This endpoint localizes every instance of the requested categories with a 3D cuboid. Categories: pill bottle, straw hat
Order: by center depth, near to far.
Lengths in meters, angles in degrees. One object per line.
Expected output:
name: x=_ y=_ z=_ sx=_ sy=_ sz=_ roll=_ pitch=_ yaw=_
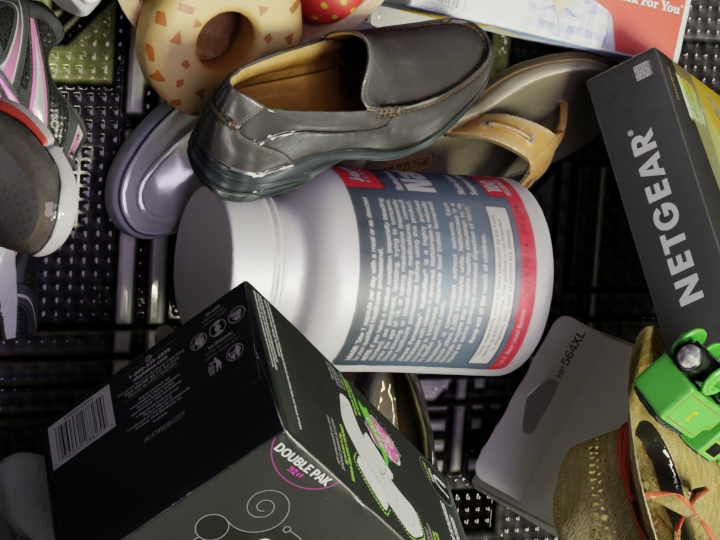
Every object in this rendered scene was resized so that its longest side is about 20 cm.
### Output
pill bottle: x=0.000 y=0.000 z=1.317 sx=0.198 sy=0.119 sz=0.121 roll=3 pitch=98 yaw=-27
straw hat: x=0.159 y=0.140 z=1.328 sx=0.201 sy=0.085 sz=0.202 roll=43 pitch=37 yaw=-46

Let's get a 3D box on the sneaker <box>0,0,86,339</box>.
sneaker: x=-0.189 y=-0.058 z=1.269 sx=0.086 sy=0.080 sz=0.202 roll=-13 pitch=111 yaw=-35

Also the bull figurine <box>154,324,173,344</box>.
bull figurine: x=-0.048 y=0.105 z=1.327 sx=0.065 sy=0.121 sz=0.200 roll=-54 pitch=134 yaw=-11

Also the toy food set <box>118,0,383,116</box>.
toy food set: x=-0.048 y=-0.186 z=1.240 sx=0.199 sy=0.049 sz=0.199 roll=-26 pitch=137 yaw=-6

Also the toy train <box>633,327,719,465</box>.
toy train: x=0.212 y=0.085 z=1.304 sx=0.056 sy=0.042 sz=0.200 roll=-42 pitch=147 yaw=9

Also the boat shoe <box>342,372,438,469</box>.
boat shoe: x=0.014 y=0.138 z=1.410 sx=0.073 sy=0.065 sz=0.202 roll=-18 pitch=107 yaw=-22

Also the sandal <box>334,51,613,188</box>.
sandal: x=0.076 y=-0.073 z=1.394 sx=0.199 sy=0.054 sz=0.081 roll=-19 pitch=135 yaw=-20

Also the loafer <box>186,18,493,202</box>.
loafer: x=-0.002 y=-0.102 z=1.268 sx=0.199 sy=0.073 sz=0.073 roll=-27 pitch=155 yaw=-30

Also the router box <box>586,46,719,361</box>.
router box: x=0.218 y=-0.019 z=1.397 sx=0.157 sy=0.052 sz=0.202 roll=23 pitch=47 yaw=-55

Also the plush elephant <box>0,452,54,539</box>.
plush elephant: x=-0.165 y=0.182 z=1.278 sx=0.198 sy=0.155 sz=0.166 roll=8 pitch=96 yaw=-28

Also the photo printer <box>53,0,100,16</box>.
photo printer: x=-0.146 y=-0.268 z=1.252 sx=0.166 sy=0.069 sz=0.200 roll=44 pitch=79 yaw=-27

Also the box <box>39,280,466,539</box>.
box: x=-0.049 y=0.137 z=1.204 sx=0.148 sy=0.125 sz=0.200 roll=-35 pitch=127 yaw=13

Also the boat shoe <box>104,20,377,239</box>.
boat shoe: x=-0.061 y=-0.086 z=1.331 sx=0.200 sy=0.065 sz=0.074 roll=-40 pitch=114 yaw=-15

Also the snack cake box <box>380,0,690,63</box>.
snack cake box: x=0.110 y=-0.200 z=1.395 sx=0.199 sy=0.067 sz=0.116 roll=10 pitch=93 yaw=-28

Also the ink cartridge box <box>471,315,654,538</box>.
ink cartridge box: x=0.181 y=0.130 z=1.458 sx=0.199 sy=0.125 sz=0.129 roll=31 pitch=85 yaw=-28

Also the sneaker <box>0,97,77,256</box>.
sneaker: x=-0.237 y=-0.068 z=1.185 sx=0.082 sy=0.199 sz=0.077 roll=-23 pitch=144 yaw=-58
